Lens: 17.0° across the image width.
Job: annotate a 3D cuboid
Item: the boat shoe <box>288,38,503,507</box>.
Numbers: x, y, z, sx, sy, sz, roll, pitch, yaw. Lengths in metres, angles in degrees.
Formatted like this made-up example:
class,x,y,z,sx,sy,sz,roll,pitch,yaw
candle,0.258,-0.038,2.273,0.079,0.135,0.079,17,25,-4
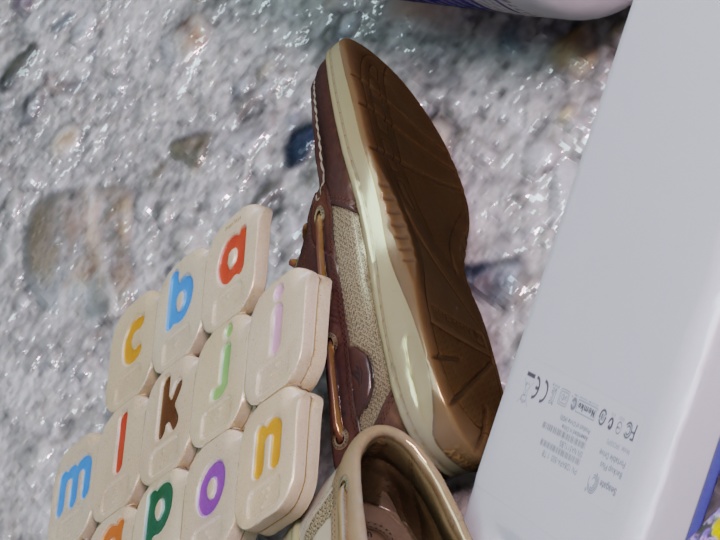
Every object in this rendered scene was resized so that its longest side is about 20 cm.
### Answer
class,x,y,z,sx,sy,sz,roll,pitch,yaw
boat shoe,0.000,0.000,0.914,0.072,0.072,0.200,-30,53,23

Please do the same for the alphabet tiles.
class,x,y,z,sx,sy,sz,roll,pitch,yaw
alphabet tiles,-0.070,0.080,0.917,0.200,0.015,0.196,-38,40,47

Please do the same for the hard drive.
class,x,y,z,sx,sy,sz,roll,pitch,yaw
hard drive,0.093,0.009,0.782,0.132,0.025,0.200,-153,80,-70

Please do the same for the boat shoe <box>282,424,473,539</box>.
class,x,y,z,sx,sy,sz,roll,pitch,yaw
boat shoe,0.024,0.137,0.778,0.065,0.071,0.200,-65,36,35

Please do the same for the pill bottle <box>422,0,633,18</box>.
class,x,y,z,sx,sy,sz,roll,pitch,yaw
pill bottle,0.024,-0.167,0.952,0.200,0.120,0.120,13,73,47

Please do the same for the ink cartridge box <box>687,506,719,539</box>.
class,x,y,z,sx,sy,sz,roll,pitch,yaw
ink cartridge box,0.107,0.135,0.692,0.200,0.109,0.050,-47,42,8
